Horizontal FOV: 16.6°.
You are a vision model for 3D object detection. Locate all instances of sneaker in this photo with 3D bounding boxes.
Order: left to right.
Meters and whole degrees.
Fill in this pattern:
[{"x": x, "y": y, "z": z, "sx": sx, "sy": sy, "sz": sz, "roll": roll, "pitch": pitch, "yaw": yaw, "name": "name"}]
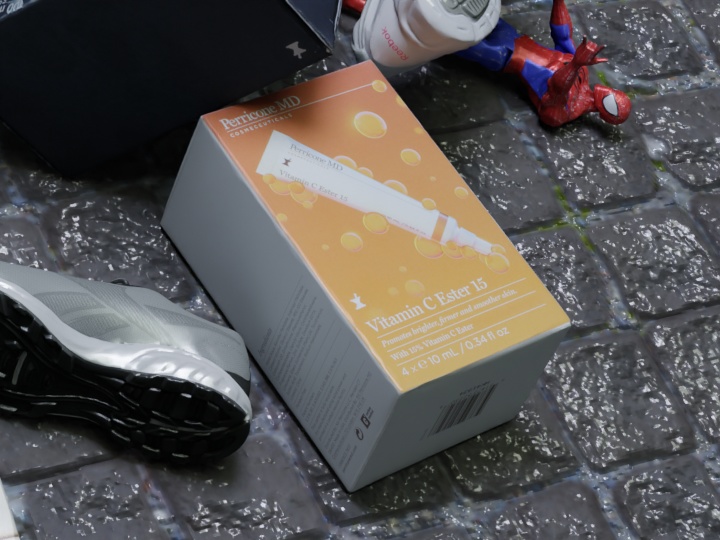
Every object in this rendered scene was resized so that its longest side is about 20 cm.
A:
[{"x": -0.149, "y": 0.035, "z": 1.297, "sx": 0.199, "sy": 0.074, "sz": 0.080, "roll": 23, "pitch": 39, "yaw": -12, "name": "sneaker"}, {"x": 0.046, "y": -0.176, "z": 1.458, "sx": 0.078, "sy": 0.099, "sz": 0.200, "roll": 55, "pitch": 36, "yaw": -9, "name": "sneaker"}]

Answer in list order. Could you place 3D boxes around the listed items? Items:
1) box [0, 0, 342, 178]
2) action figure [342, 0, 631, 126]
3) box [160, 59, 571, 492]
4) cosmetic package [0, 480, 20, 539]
[{"x": -0.113, "y": -0.188, "z": 1.380, "sx": 0.124, "sy": 0.199, "sz": 0.198, "roll": 42, "pitch": 39, "yaw": -36, "name": "box"}, {"x": 0.089, "y": -0.158, "z": 1.526, "sx": 0.199, "sy": 0.099, "sz": 0.065, "roll": 30, "pitch": 49, "yaw": 0, "name": "action figure"}, {"x": 0.000, "y": 0.000, "z": 1.359, "sx": 0.124, "sy": 0.098, "sz": 0.200, "roll": -21, "pitch": 63, "yaw": -34, "name": "box"}, {"x": -0.267, "y": 0.141, "z": 1.136, "sx": 0.199, "sy": 0.104, "sz": 0.073, "roll": -9, "pitch": 57, "yaw": -26, "name": "cosmetic package"}]
